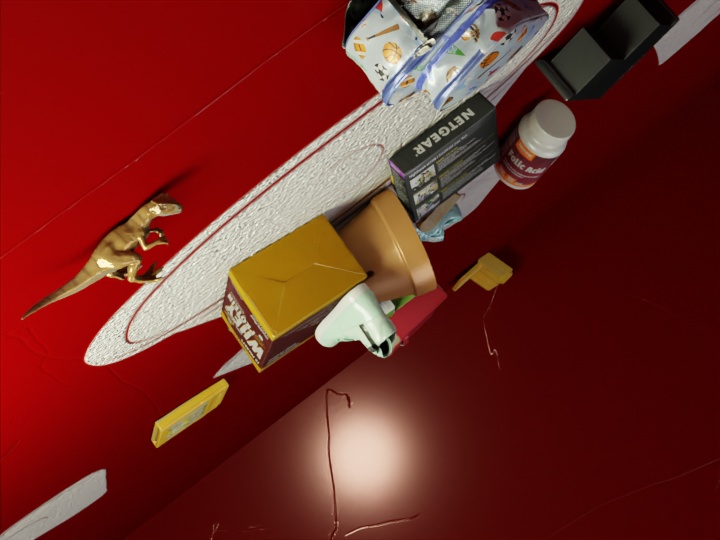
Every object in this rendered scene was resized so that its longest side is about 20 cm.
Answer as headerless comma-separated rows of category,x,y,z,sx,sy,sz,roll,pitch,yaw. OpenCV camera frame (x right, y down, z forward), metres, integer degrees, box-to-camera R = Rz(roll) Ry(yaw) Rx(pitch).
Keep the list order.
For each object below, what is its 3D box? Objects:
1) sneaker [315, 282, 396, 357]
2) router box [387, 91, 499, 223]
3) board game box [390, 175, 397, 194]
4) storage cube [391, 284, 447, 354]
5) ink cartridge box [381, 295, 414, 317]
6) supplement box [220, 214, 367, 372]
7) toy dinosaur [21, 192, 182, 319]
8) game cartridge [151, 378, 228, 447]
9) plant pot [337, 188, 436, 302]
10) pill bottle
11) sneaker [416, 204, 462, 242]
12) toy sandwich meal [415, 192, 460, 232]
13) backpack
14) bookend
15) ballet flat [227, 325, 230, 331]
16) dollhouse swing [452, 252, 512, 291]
sneaker,-0.007,0.117,1.392,0.073,0.119,0.201,-31,169,-32
router box,0.148,-0.191,1.390,0.199,0.051,0.150,-37,151,-9
board game box,0.142,-0.211,1.472,0.198,0.030,0.096,-35,170,0
storage cube,0.092,0.083,2.119,0.179,0.200,0.171,-40,171,-20
ink cartridge box,0.035,0.032,1.828,0.199,0.149,0.076,-37,169,-6
supplement box,-0.121,0.043,1.394,0.196,0.134,0.200,-32,168,-24
toy dinosaur,-0.278,-0.013,0.898,0.200,0.060,0.106,-44,149,-5
game cartridge,-0.425,0.357,2.012,0.198,0.033,0.177,-31,168,-28
plant pot,0.035,-0.027,1.469,0.138,0.202,0.200,-27,169,-3
pill bottle,0.375,-0.271,1.742,0.113,0.115,0.200,-31,168,-25
sneaker,0.150,-0.093,1.847,0.199,0.082,0.074,-36,169,-8
toy sandwich meal,0.173,-0.163,1.657,0.204,0.071,0.205,-36,169,-8
backpack,0.083,-0.250,0.809,0.189,0.156,0.199,-32,178,37
bookend,0.441,-0.407,1.440,0.199,0.093,0.199,-46,165,33
ballet flat,-0.197,0.098,1.615,0.067,0.047,0.199,-42,169,20
dollhouse swing,0.526,0.047,3.493,0.177,0.180,0.200,-54,176,-20
